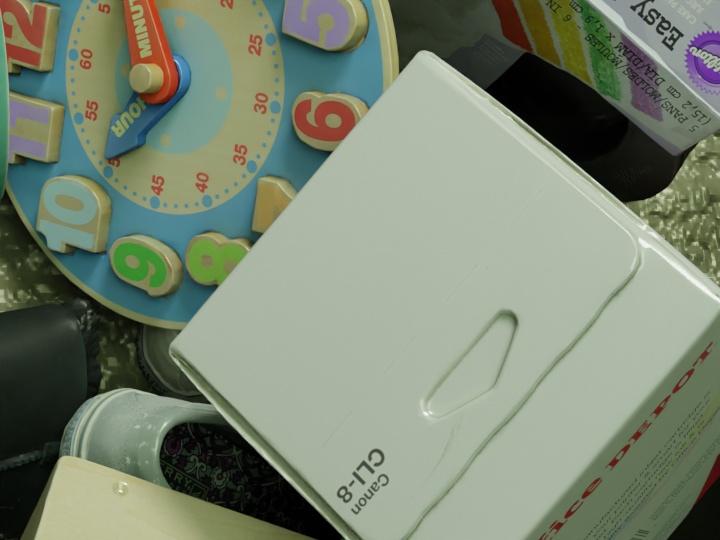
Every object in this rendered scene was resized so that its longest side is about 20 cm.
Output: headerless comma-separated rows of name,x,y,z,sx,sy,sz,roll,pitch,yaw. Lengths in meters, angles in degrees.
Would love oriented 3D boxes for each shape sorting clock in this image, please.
shape sorting clock,-0.074,-0.075,0.753,0.039,0.200,0.200,-11,78,-55

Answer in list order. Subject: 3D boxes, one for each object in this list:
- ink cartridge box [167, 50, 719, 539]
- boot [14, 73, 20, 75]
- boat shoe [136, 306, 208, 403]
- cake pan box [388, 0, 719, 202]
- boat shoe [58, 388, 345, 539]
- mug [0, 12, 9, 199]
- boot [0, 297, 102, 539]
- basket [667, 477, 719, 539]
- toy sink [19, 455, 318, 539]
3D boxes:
ink cartridge box,0.056,0.036,0.716,0.145,0.200,0.145,42,95,21
boot,-0.081,-0.168,0.847,0.186,0.064,0.201,-14,78,-7
boat shoe,0.000,0.000,0.829,0.200,0.070,0.071,-19,83,-20
cake pan box,0.063,-0.112,0.816,0.200,0.184,0.052,40,73,-5
boat shoe,-0.026,0.104,0.762,0.201,0.071,0.070,30,71,-36
mug,-0.199,-0.083,0.739,0.114,0.152,0.186,-2,90,-18
boot,-0.165,0.035,0.696,0.162,0.199,0.073,-5,38,-45
basket,0.230,0.138,0.809,0.200,0.180,0.136,37,42,-32
toy sink,-0.091,0.181,0.723,0.130,0.200,0.112,20,42,-10
